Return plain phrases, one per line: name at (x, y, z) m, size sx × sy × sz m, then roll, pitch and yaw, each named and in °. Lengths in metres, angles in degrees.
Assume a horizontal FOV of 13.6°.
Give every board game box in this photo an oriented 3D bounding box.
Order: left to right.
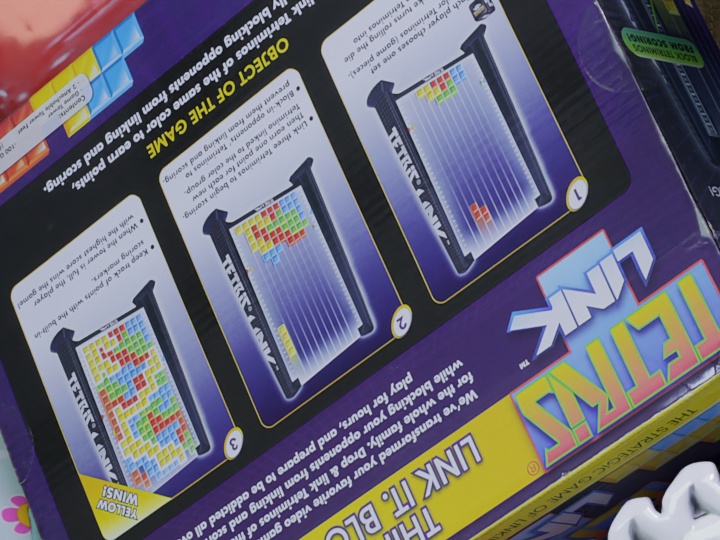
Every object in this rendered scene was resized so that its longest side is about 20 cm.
board game box at (0.000, 0.000, 0.716) m, size 0.200 × 0.057 × 0.166 m, roll -36°, pitch 66°, yaw 28°

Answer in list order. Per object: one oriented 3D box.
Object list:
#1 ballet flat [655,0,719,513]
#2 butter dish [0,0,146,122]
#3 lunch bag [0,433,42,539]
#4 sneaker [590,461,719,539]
ballet flat at (0.073, -0.020, 0.778) m, size 0.068 × 0.072 × 0.201 m, roll 128°, pitch 160°, yaw -50°
butter dish at (-0.048, -0.073, 0.891) m, size 0.200 × 0.200 × 0.148 m, roll -45°, pitch 60°, yaw -6°
lunch bag at (-0.151, 0.093, 0.833) m, size 0.200 × 0.122 × 0.171 m, roll -37°, pitch 35°, yaw 14°
sneaker at (0.127, 0.074, 0.635) m, size 0.199 × 0.075 × 0.081 m, roll -18°, pitch 56°, yaw 13°
